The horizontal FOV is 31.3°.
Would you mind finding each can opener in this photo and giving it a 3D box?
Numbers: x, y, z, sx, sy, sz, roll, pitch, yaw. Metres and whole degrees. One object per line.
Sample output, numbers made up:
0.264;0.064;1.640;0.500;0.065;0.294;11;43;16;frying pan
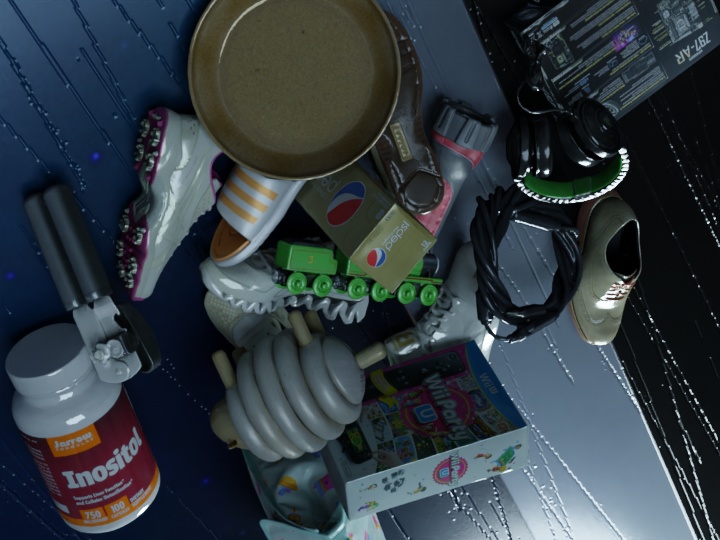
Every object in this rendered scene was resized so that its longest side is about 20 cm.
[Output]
-0.259;0.014;1.230;0.052;0.066;0.201;-20;99;26;can opener

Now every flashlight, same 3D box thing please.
0.074;-0.077;1.344;0.067;0.068;0.201;19;110;-16;flashlight

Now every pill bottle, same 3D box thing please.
-0.283;0.158;1.302;0.112;0.113;0.201;-22;124;-9;pill bottle

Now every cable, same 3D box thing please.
0.177;-0.015;1.394;0.199;0.051;0.165;-23;97;-48;cable

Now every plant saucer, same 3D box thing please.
-0.062;-0.186;1.208;0.198;0.035;0.202;0;96;-3;plant saucer

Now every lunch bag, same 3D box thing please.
-0.040;0.280;1.417;0.121;0.200;0.171;-26;125;-6;lunch bag

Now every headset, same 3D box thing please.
0.204;-0.146;1.324;0.122;0.095;0.200;-14;146;19;headset

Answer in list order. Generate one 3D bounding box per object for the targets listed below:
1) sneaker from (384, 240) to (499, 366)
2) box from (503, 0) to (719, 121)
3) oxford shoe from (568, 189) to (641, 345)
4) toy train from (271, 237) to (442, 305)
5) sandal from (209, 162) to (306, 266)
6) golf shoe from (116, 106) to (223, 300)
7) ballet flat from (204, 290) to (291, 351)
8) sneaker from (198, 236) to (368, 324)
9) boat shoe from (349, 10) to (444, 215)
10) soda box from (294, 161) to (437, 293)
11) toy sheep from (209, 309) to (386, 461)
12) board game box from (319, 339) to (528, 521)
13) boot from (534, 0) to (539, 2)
0.086;0.064;1.424;0.115;0.074;0.202;-9;122;-21;sneaker
0.268;-0.251;1.339;0.199;0.044;0.161;-37;125;1;box
0.282;0.010;1.472;0.070;0.075;0.202;-15;123;-15;oxford shoe
0.000;0.000;1.297;0.198;0.042;0.057;5;98;-33;toy train
-0.092;-0.100;1.261;0.059;0.079;0.207;39;89;-35;sandal
-0.181;-0.058;1.249;0.091;0.075;0.201;2;120;-30;golf shoe
-0.087;0.083;1.370;0.067;0.062;0.200;-42;124;4;ballet flat
-0.071;-0.001;1.320;0.198;0.075;0.081;5;125;-33;sneaker
0.025;-0.154;1.279;0.074;0.075;0.204;-14;99;-14;boat shoe
-0.006;-0.060;1.238;0.064;0.200;0.068;37;96;-34;soda box
-0.065;0.117;1.282;0.199;0.139;0.138;-28;127;18;toy sheep
0.057;0.165;1.352;0.198;0.148;0.065;-15;129;-12;board game box
0.154;-0.371;1.221;0.173;0.069;0.201;11;117;-33;boot
